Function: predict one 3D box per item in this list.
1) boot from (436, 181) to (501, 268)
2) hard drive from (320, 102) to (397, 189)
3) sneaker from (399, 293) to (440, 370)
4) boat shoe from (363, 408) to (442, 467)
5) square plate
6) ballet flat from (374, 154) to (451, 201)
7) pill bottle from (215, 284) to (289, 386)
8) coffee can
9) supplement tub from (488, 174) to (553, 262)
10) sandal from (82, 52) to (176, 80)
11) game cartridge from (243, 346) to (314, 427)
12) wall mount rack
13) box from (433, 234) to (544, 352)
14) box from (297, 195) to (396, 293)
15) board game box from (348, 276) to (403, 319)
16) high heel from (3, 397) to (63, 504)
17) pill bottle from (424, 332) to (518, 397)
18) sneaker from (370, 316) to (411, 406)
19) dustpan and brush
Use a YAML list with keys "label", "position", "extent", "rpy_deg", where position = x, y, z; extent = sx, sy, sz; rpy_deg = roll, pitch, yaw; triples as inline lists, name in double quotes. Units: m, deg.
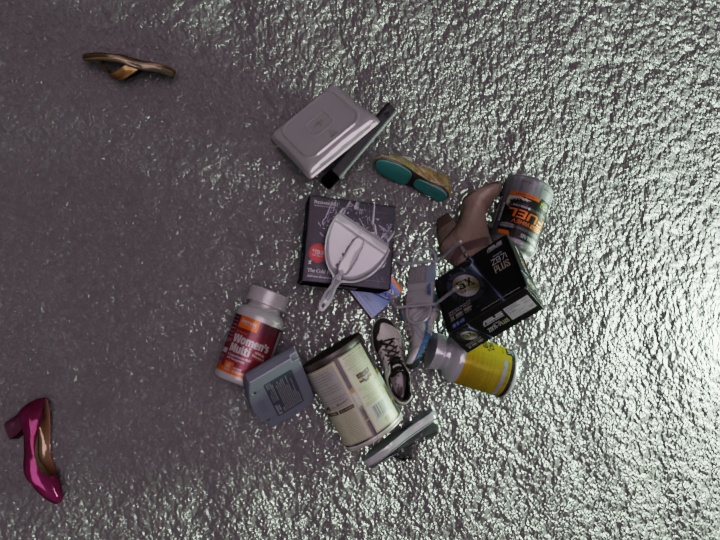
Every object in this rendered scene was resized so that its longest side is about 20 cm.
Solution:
- label: "boot"
  position: [0.267, -0.096, 1.472]
  extent: [0.198, 0.070, 0.148]
  rpy_deg: [-35, 56, 13]
- label: "hard drive"
  position: [-0.007, -0.275, 1.435]
  extent: [0.033, 0.139, 0.201]
  rpy_deg: [41, 79, -8]
- label: "sneaker"
  position: [0.123, 0.129, 1.449]
  extent: [0.085, 0.076, 0.203]
  rpy_deg: [20, 55, 3]
- label: "boat shoe"
  position: [0.100, 0.391, 1.437]
  extent: [0.198, 0.070, 0.067]
  rpy_deg: [-31, 90, -20]
- label: "square plate"
  position: [-0.084, -0.315, 1.409]
  extent: [0.199, 0.029, 0.198]
  rpy_deg: [-40, 50, -4]
- label: "ballet flat"
  position: [0.125, -0.229, 1.502]
  extent: [0.196, 0.071, 0.072]
  rpy_deg: [24, 81, -7]
- label: "pill bottle"
  position: [-0.227, 0.141, 1.369]
  extent: [0.107, 0.109, 0.204]
  rpy_deg: [20, 82, -8]
- label: "coffee can"
  position: [-0.017, 0.260, 1.381]
  extent: [0.144, 0.146, 0.203]
  rpy_deg: [-29, 91, -12]
- label: "supplement tub"
  position: [0.369, -0.110, 1.504]
  extent: [0.120, 0.122, 0.204]
  rpy_deg: [21, 82, -8]
- label: "sandal"
  position: [-0.503, -0.436, 1.393]
  extent: [0.195, 0.080, 0.055]
  rpy_deg: [9, 105, -14]
- label: "game cartridge"
  position: [-0.172, 0.249, 1.340]
  extent: [0.131, 0.202, 0.042]
  rpy_deg: [-25, 52, -11]
- label: "wall mount rack"
  position: [0.151, 0.014, 1.421]
  extent: [0.170, 0.075, 0.204]
  rpy_deg: [-8, 55, 25]
- label: "box"
  position: [0.273, 0.050, 1.387]
  extent: [0.198, 0.166, 0.086]
  rpy_deg: [-34, 129, 22]
- label: "box"
  position: [-0.031, -0.054, 1.410]
  extent: [0.195, 0.104, 0.187]
  rpy_deg: [6, 83, -10]
- label: "board game box"
  position: [0.000, 0.000, 1.473]
  extent: [0.102, 0.019, 0.201]
  rpy_deg: [-39, 93, -10]
- label: "high heel"
  position: [-0.630, 0.361, 1.287]
  extent: [0.095, 0.067, 0.202]
  rpy_deg: [-33, 88, -1]
- label: "pill bottle"
  position: [0.250, 0.208, 1.456]
  extent: [0.196, 0.112, 0.115]
  rpy_deg: [18, 82, -9]
- label: "sneaker"
  position: [0.078, 0.202, 1.436]
  extent: [0.074, 0.088, 0.205]
  rpy_deg: [-16, 86, -10]
- label: "dustpan and brush"
  position: [-0.035, -0.004, 1.321]
  extent: [0.138, 0.057, 0.203]
  rpy_deg: [32, 81, -7]
